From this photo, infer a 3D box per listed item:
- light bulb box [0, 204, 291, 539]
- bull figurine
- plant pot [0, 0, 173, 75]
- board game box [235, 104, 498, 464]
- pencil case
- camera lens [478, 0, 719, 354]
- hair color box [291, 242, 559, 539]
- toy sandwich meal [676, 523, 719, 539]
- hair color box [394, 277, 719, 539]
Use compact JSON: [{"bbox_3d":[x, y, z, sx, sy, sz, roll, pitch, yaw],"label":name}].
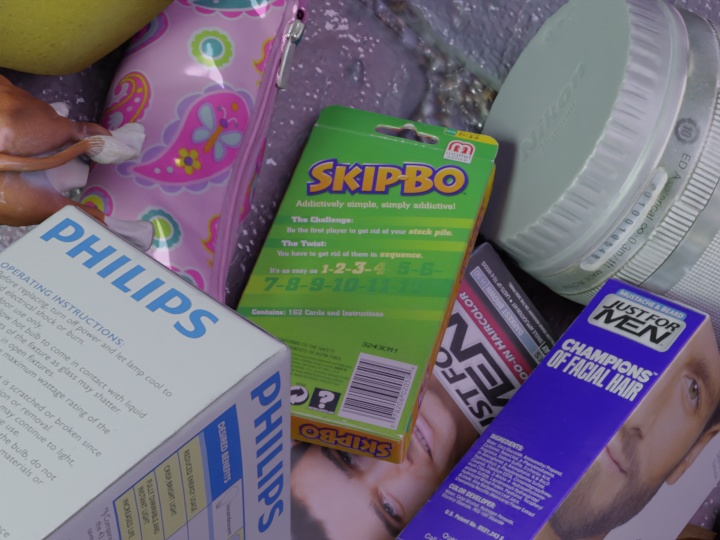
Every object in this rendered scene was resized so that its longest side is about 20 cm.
[{"bbox_3d":[-0.137,0.118,0.826,0.125,0.198,0.200,33,53,27],"label":"light bulb box"},{"bbox_3d":[-0.173,-0.060,0.907,0.121,0.200,0.065,12,102,-40],"label":"bull figurine"},{"bbox_3d":[-0.144,-0.173,0.939,0.200,0.200,0.142,14,113,-25],"label":"plant pot"},{"bbox_3d":[0.000,0.000,1.007,0.095,0.030,0.200,13,51,9],"label":"board game box"},{"bbox_3d":[-0.083,-0.057,0.991,0.087,0.087,0.200,24,66,-21],"label":"pencil case"},{"bbox_3d":[0.178,-0.040,1.086,0.200,0.160,0.160,25,65,-21],"label":"camera lens"},{"bbox_3d":[0.016,0.086,1.018,0.200,0.061,0.099,-41,97,-31],"label":"hair color box"},{"bbox_3d":[0.221,0.194,1.054,0.205,0.070,0.205,37,28,-24],"label":"toy sandwich meal"},{"bbox_3d":[0.098,0.113,0.996,0.200,0.065,0.109,-50,140,-25],"label":"hair color box"}]
